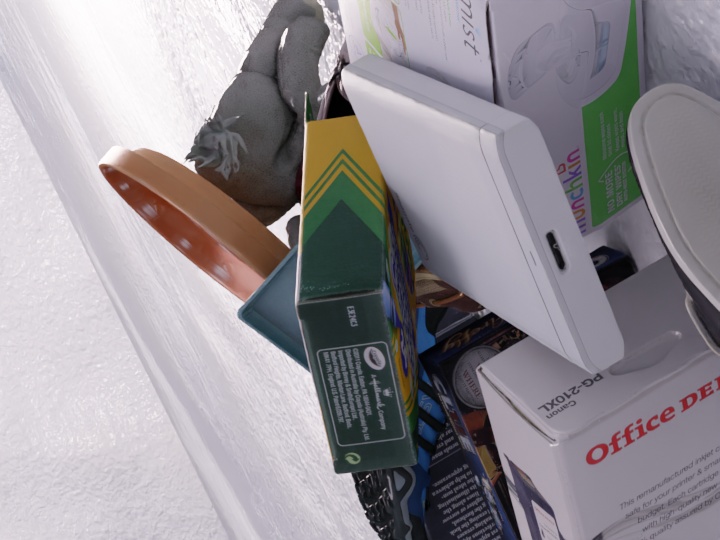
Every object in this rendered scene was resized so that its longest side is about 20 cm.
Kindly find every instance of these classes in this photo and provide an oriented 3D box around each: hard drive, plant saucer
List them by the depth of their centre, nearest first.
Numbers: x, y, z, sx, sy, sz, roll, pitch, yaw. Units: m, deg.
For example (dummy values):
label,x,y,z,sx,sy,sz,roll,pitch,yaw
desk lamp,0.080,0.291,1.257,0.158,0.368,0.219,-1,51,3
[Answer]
label,x,y,z,sx,sy,sz,roll,pitch,yaw
hard drive,0.058,-0.034,1.053,0.133,0.027,0.200,65,168,-22
plant saucer,0.008,-0.023,1.305,0.070,0.200,0.019,37,-158,-13
plant saucer,-0.094,-0.021,1.422,0.200,0.032,0.200,38,170,8

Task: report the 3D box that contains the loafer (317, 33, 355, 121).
label,x,y,z,sx,sy,sz,roll,pitch,yaw
loafer,0.010,-0.105,1.289,0.071,0.063,0.201,23,139,0

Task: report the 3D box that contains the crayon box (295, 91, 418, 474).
label,x,y,z,sx,sy,sz,roll,pitch,yaw
crayon box,0.000,0.000,1.184,0.201,0.051,0.127,-90,-9,-52

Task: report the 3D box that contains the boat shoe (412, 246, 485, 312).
label,x,y,z,sx,sy,sz,roll,pitch,yaw
boat shoe,0.066,-0.010,1.341,0.072,0.073,0.199,25,152,-31

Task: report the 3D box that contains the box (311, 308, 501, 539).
label,x,y,z,sx,sy,sz,roll,pitch,yaw
box,0.055,0.129,1.593,0.201,0.106,0.148,66,166,-18

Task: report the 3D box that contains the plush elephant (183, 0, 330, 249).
label,x,y,z,sx,sy,sz,roll,pitch,yaw
plush elephant,-0.028,-0.081,1.449,0.154,0.166,0.200,25,-160,1

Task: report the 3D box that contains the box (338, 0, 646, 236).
label,x,y,z,sx,sy,sz,roll,pitch,yaw
box,0.063,-0.135,1.090,0.177,0.096,0.201,49,161,38

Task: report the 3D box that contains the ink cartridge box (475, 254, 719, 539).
label,x,y,z,sx,sy,sz,roll,pitch,yaw
ink cartridge box,0.159,0.108,1.120,0.084,0.144,0.201,44,157,48

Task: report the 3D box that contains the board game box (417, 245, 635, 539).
label,x,y,z,sx,sy,sz,roll,pitch,yaw
board game box,0.134,0.106,1.225,0.201,0.135,0.035,65,165,-16

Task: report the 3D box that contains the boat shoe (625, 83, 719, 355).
label,x,y,z,sx,sy,sz,roll,pitch,yaw
boat shoe,0.186,0.004,0.988,0.201,0.074,0.060,52,161,1

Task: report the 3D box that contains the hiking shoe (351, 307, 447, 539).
label,x,y,z,sx,sy,sz,roll,pitch,yaw
hiking shoe,0.038,0.108,1.462,0.074,0.086,0.202,-148,47,-62

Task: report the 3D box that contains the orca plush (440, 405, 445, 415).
label,x,y,z,sx,sy,sz,roll,pitch,yaw
orca plush,0.085,0.113,1.401,0.201,0.070,0.106,-92,14,-48
